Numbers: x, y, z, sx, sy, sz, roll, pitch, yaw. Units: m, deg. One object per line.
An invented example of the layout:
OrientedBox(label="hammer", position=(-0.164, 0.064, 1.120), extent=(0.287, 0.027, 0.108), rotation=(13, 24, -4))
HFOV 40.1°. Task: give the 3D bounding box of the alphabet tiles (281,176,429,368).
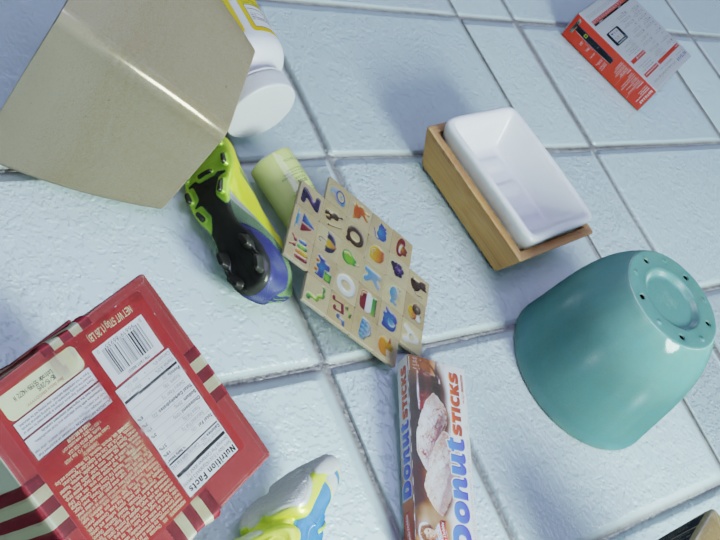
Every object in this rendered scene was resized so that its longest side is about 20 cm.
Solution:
OrientedBox(label="alphabet tiles", position=(0.000, 0.000, 1.027), extent=(0.199, 0.006, 0.169), rotation=(38, 43, -28))

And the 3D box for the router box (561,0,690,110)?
OrientedBox(label="router box", position=(0.448, -0.378, 1.653), extent=(0.180, 0.049, 0.200), rotation=(47, 44, 5))

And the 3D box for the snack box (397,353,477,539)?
OrientedBox(label="snack box", position=(0.074, 0.182, 0.958), extent=(0.071, 0.024, 0.203), rotation=(17, 53, -25))

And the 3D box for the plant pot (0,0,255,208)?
OrientedBox(label="plant pot", position=(-0.216, -0.180, 0.937), extent=(0.176, 0.199, 0.202), rotation=(33, 43, -22))

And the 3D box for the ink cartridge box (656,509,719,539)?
OrientedBox(label="ink cartridge box", position=(0.325, 0.348, 0.911), extent=(0.201, 0.165, 0.075), rotation=(50, 42, 8))

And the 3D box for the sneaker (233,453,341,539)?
OrientedBox(label="sneaker", position=(-0.061, 0.244, 0.797), extent=(0.106, 0.075, 0.200), rotation=(52, 50, -6))

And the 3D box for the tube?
OrientedBox(label="tube", position=(-0.041, -0.036, 1.041), extent=(0.057, 0.052, 0.202), rotation=(-32, 82, -10))

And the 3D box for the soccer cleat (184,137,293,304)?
OrientedBox(label="soccer cleat", position=(-0.123, -0.050, 0.997), extent=(0.083, 0.064, 0.202), rotation=(30, 31, -56))

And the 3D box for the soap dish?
OrientedBox(label="soap dish", position=(0.177, -0.100, 1.220), extent=(0.156, 0.081, 0.202), rotation=(-18, 69, -42))

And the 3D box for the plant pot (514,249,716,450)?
OrientedBox(label="plant pot", position=(0.298, 0.074, 1.111), extent=(0.197, 0.161, 0.203), rotation=(18, 48, -21))

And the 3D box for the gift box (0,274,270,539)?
OrientedBox(label="gift box", position=(-0.204, 0.118, 0.698), extent=(0.184, 0.186, 0.202), rotation=(-36, 96, -44))

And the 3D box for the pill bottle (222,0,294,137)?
OrientedBox(label="pill bottle", position=(-0.153, -0.251, 1.081), extent=(0.111, 0.113, 0.202), rotation=(-13, 65, -41))
